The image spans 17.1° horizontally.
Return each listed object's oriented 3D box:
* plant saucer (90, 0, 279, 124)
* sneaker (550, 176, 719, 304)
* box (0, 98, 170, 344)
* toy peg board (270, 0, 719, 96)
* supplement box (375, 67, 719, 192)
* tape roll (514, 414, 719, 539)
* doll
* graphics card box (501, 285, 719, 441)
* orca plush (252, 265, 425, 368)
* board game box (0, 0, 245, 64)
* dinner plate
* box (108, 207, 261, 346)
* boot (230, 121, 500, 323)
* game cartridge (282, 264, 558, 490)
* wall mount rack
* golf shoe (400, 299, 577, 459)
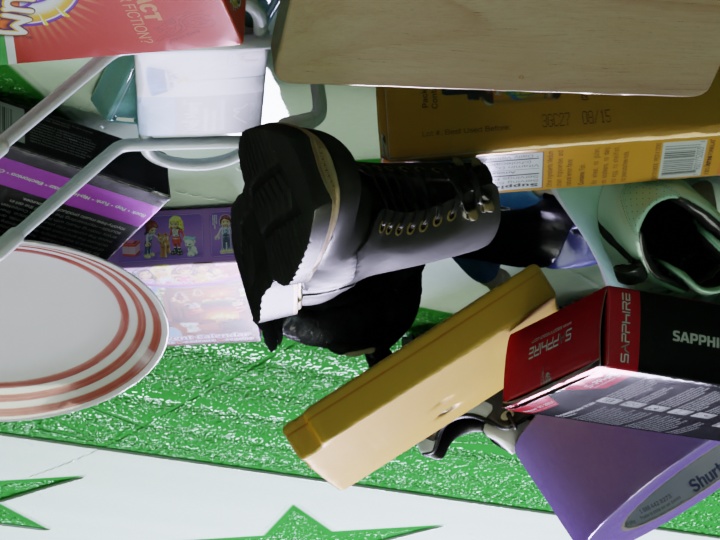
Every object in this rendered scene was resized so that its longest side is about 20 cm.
[{"bbox_3d":[-0.082,-0.119,1.205,0.070,0.019,0.200,3,157,-18],"label":"plant saucer"},{"bbox_3d":[0.184,0.008,1.347,0.074,0.118,0.200,-43,125,2],"label":"sneaker"},{"bbox_3d":[-0.218,-0.023,1.345,0.142,0.036,0.200,18,139,-32],"label":"box"},{"bbox_3d":[0.070,-0.177,1.010,0.199,0.098,0.200,1,143,-12],"label":"toy peg board"},{"bbox_3d":[0.108,-0.084,1.257,0.199,0.067,0.069,-3,161,0],"label":"supplement box"},{"bbox_3d":[0.207,0.100,1.598,0.199,0.085,0.200,-31,162,-11],"label":"tape roll"},{"bbox_3d":[0.105,-0.026,1.422,0.199,0.049,0.137,4,151,-18],"label":"doll"},{"bbox_3d":[0.195,0.058,1.344,0.199,0.051,0.125,10,162,-19],"label":"graphics card box"},{"bbox_3d":[0.000,0.000,1.421,0.071,0.106,0.200,-34,157,20],"label":"orca plush"},{"bbox_3d":[-0.164,-0.145,1.066,0.199,0.041,0.153,-4,156,10],"label":"board game box"},{"bbox_3d":[-0.209,0.030,1.375,0.199,0.024,0.200,-5,149,-3],"label":"dinner plate"},{"bbox_3d":[-0.164,0.010,1.486,0.199,0.039,0.137,-3,157,1],"label":"box"},{"bbox_3d":[0.014,-0.039,1.163,0.138,0.078,0.200,-14,173,-11],"label":"boot"},{"bbox_3d":[0.042,0.067,1.454,0.176,0.033,0.200,-33,167,-1],"label":"game cartridge"},{"bbox_3d":[-0.107,-0.065,1.206,0.173,0.075,0.200,-4,158,-6],"label":"wall mount rack"},{"bbox_3d":[0.123,0.078,1.633,0.199,0.095,0.078,-14,155,21],"label":"golf shoe"}]
